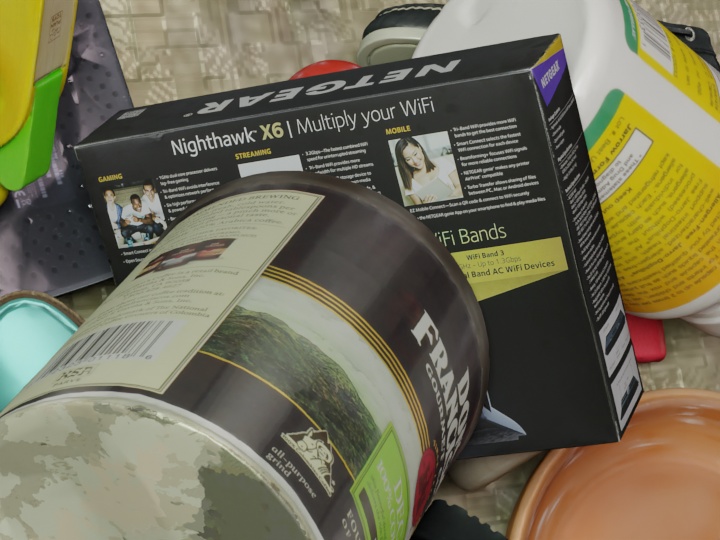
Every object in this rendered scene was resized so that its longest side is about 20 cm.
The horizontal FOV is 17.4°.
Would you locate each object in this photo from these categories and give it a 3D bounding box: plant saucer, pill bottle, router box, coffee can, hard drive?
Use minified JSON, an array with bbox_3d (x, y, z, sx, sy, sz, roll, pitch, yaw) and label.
[{"bbox_3d":[0.151,0.155,1.082,0.200,0.037,0.201,7,72,-20],"label":"plant saucer"},{"bbox_3d":[0.120,-0.046,1.042,0.200,0.113,0.113,31,63,-40],"label":"pill bottle"},{"bbox_3d":[0.000,0.000,0.957,0.052,0.199,0.158,-51,130,-62],"label":"router box"},{"bbox_3d":[-0.048,0.068,0.847,0.146,0.146,0.200,45,29,-5],"label":"coffee can"},{"bbox_3d":[-0.189,-0.038,0.996,0.200,0.042,0.135,-15,81,-26],"label":"hard drive"}]

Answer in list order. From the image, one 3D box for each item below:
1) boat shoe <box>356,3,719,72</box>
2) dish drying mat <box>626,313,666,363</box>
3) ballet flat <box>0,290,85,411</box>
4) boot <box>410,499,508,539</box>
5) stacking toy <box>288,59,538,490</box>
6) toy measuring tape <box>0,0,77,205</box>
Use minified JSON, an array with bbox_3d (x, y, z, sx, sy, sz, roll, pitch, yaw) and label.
[{"bbox_3d":[0.090,-0.107,1.113,0.199,0.074,0.066,8,70,-20],"label":"boat shoe"},{"bbox_3d":[0.047,0.007,1.094,0.199,0.018,0.077,1,75,-21],"label":"dish drying mat"},{"bbox_3d":[-0.103,0.102,0.980,0.070,0.065,0.200,-27,86,-7],"label":"ballet flat"},{"bbox_3d":[0.049,0.197,0.897,0.198,0.073,0.163,31,71,20],"label":"boot"},{"bbox_3d":[0.029,-0.007,1.040,0.085,0.085,0.200,-28,83,-26],"label":"stacking toy"},{"bbox_3d":[-0.149,-0.117,0.937,0.073,0.074,0.201,1,115,-22],"label":"toy measuring tape"}]
